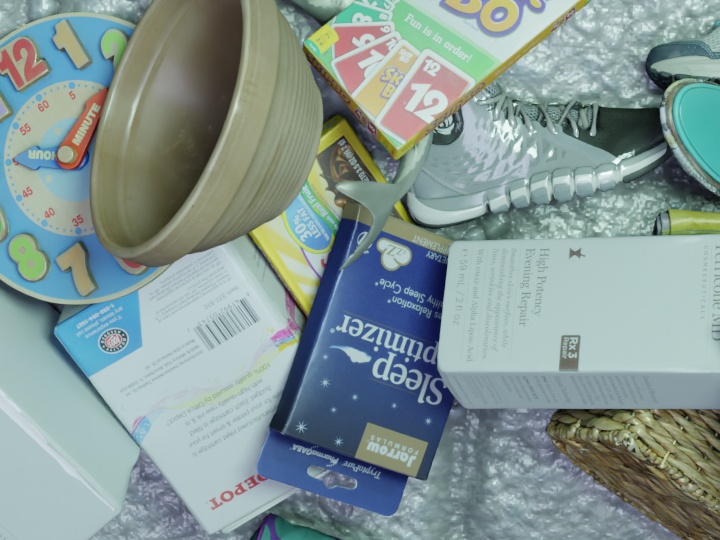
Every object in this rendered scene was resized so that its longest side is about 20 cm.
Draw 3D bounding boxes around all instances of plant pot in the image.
[{"bbox_3d":[-0.088,-0.092,1.301,0.092,0.201,0.202,18,115,-30],"label":"plant pot"}]

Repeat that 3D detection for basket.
[{"bbox_3d":[0.252,0.107,1.463,0.199,0.143,0.150,35,75,-19],"label":"basket"}]

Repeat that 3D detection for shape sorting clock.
[{"bbox_3d":[-0.196,-0.077,1.400,0.198,0.039,0.202,-1,87,16],"label":"shape sorting clock"}]

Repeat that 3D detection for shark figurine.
[{"bbox_3d":[0.014,-0.114,1.377,0.127,0.216,0.090,-8,159,-19],"label":"shark figurine"}]

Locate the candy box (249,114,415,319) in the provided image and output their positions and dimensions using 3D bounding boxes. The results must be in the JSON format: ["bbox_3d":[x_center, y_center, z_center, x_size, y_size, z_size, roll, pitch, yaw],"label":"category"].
[{"bbox_3d":[0.000,0.000,1.451,0.102,0.026,0.201,-36,109,-4],"label":"candy box"}]

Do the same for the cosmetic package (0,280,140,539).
[{"bbox_3d":[-0.282,0.136,1.457,0.200,0.168,0.166,-40,106,16],"label":"cosmetic package"}]

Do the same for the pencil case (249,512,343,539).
[{"bbox_3d":[-0.001,0.258,1.546,0.199,0.085,0.093,22,84,-7],"label":"pencil case"}]

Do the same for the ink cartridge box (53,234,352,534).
[{"bbox_3d":[-0.102,0.069,1.468,0.144,0.085,0.201,-30,108,13],"label":"ink cartridge box"}]

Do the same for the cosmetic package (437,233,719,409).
[{"bbox_3d":[0.158,0.035,1.357,0.198,0.102,0.074,-3,154,19],"label":"cosmetic package"}]

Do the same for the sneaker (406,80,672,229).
[{"bbox_3d":[0.115,-0.106,1.393,0.199,0.075,0.116,-16,110,9],"label":"sneaker"}]

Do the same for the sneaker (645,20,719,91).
[{"bbox_3d":[0.291,-0.160,1.375,0.198,0.078,0.087,-5,76,19],"label":"sneaker"}]

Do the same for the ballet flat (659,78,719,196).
[{"bbox_3d":[0.261,-0.073,1.385,0.199,0.072,0.072,21,114,-31],"label":"ballet flat"}]

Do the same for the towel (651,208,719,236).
[{"bbox_3d":[0.294,-0.011,1.412,0.198,0.023,0.144,-1,157,3],"label":"towel"}]

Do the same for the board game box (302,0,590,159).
[{"bbox_3d":[0.067,-0.170,1.328,0.200,0.030,0.096,-39,81,-15],"label":"board game box"}]

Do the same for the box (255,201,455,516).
[{"bbox_3d":[0.013,0.066,1.427,0.120,0.032,0.201,20,89,-25],"label":"box"}]
